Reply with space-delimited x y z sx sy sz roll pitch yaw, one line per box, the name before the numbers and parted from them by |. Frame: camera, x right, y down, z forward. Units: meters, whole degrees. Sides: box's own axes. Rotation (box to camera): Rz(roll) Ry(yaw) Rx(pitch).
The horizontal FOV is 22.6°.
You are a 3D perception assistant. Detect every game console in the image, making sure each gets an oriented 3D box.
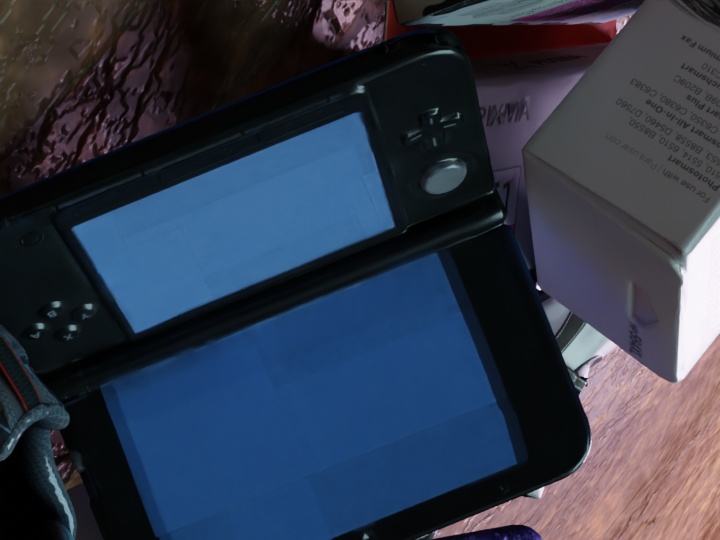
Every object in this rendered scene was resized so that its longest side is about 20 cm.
game console | -0.026 0.029 0.679 0.200 0.119 0.171 -23 150 -2

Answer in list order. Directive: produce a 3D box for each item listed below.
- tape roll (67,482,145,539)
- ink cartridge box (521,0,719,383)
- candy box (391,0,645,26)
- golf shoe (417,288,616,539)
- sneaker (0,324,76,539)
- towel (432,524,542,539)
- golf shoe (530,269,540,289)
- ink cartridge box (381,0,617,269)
tape roll | -0.099 0.169 0.806 0.202 0.037 0.203 -18 134 -19
ink cartridge box | 0.161 -0.070 0.763 0.200 0.084 0.146 -49 158 -13
candy box | 0.069 -0.170 0.721 0.200 0.061 0.137 -12 89 -59
golf shoe | 0.086 0.061 0.891 0.200 0.095 0.078 -30 165 4
sneaker | -0.150 0.103 0.651 0.079 0.095 0.200 -34 147 -43
towel | 0.009 0.186 1.037 0.200 0.147 0.050 9 68 -65
golf shoe | 0.092 -0.044 0.974 0.094 0.078 0.200 -18 135 -57
ink cartridge box | 0.081 -0.091 0.812 0.200 0.043 0.174 -14 116 -51
